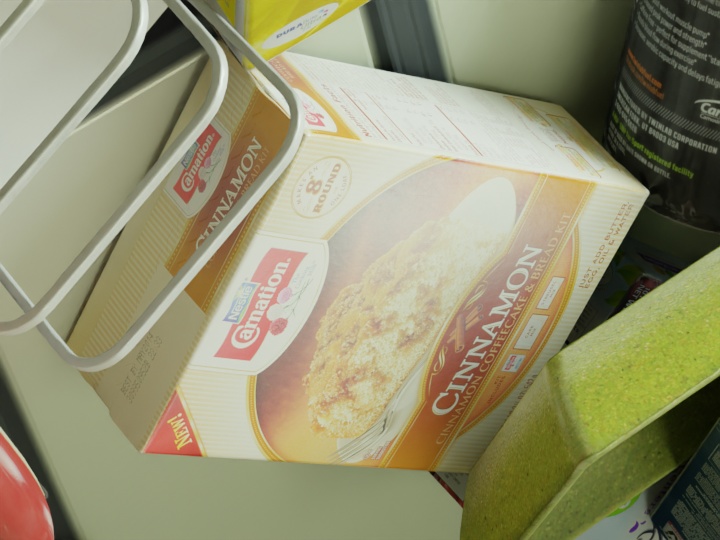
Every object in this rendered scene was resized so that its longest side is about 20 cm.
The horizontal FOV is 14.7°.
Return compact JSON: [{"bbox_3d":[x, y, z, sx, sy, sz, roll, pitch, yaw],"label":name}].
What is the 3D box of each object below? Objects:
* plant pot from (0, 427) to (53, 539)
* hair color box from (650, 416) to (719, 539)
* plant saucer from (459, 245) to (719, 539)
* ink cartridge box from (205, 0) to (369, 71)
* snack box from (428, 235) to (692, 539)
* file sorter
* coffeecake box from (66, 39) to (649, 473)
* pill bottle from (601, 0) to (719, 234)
[{"bbox_3d":[-0.222,0.088,0.956,0.183,0.200,0.201,-45,141,-13],"label":"plant pot"},{"bbox_3d":[0.200,0.084,1.257,0.100,0.061,0.200,-35,168,-13],"label":"hair color box"},{"bbox_3d":[0.127,0.046,1.174,0.200,0.048,0.200,-32,167,-23],"label":"plant saucer"},{"bbox_3d":[0.032,-0.177,1.003,0.197,0.047,0.200,-31,164,-14],"label":"ink cartridge box"},{"bbox_3d":[0.137,0.067,1.343,0.200,0.053,0.143,21,110,-48],"label":"snack box"},{"bbox_3d":[-0.134,-0.070,0.948,0.139,0.125,0.200,-49,140,6],"label":"file sorter"},{"bbox_3d":[0.000,0.000,1.157,0.199,0.073,0.154,7,120,-43],"label":"coffeecake box"},{"bbox_3d":[0.171,-0.122,1.170,0.106,0.106,0.201,-14,131,-31],"label":"pill bottle"}]
